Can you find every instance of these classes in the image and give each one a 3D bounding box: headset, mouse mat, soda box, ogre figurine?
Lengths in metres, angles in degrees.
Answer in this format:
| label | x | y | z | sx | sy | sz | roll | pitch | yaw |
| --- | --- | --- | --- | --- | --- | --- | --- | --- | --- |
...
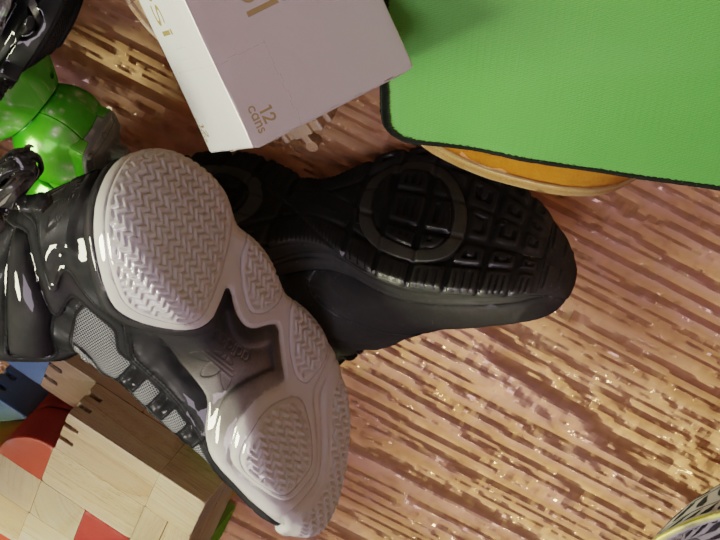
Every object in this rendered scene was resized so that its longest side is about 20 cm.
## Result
| label | x | y | z | sx | sy | sz | roll | pitch | yaw |
| --- | --- | --- | --- | --- | --- | --- | --- | --- | --- |
| headset | -0.154 | -0.109 | 0.952 | 0.123 | 0.201 | 0.094 | -2 | 163 | -28 |
| mouse mat | 0.103 | -0.077 | 0.883 | 0.199 | 0.008 | 0.161 | 10 | 149 | 6 |
| soda box | -0.059 | -0.145 | 0.882 | 0.201 | 0.068 | 0.064 | 65 | 165 | -8 |
| ogre figurine | -0.177 | -0.080 | 1.059 | 0.120 | 0.098 | 0.201 | -21 | 104 | 53 |

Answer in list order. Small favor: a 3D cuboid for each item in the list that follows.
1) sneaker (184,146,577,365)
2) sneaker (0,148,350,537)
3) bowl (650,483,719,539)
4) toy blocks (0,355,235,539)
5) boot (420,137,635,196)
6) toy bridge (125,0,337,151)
| label | x | y | z | sx | sy | sz | roll | pitch | yaw |
| --- | --- | --- | --- | --- | --- | --- | --- | --- | --- |
| sneaker | 0.000 | 0.000 | 1.082 | 0.199 | 0.076 | 0.091 | 7 | 140 | 25 |
| sneaker | -0.084 | 0.032 | 1.050 | 0.113 | 0.076 | 0.201 | -1 | 134 | 33 |
| bowl | 0.203 | 0.148 | 1.104 | 0.199 | 0.094 | 0.202 | 9 | 129 | 11 |
| toy blocks | -0.138 | 0.104 | 1.211 | 0.136 | 0.100 | 0.200 | 32 | 133 | 7 |
| boot | 0.117 | -0.099 | 0.945 | 0.200 | 0.071 | 0.145 | 6 | 132 | 5 |
| toy bridge | -0.071 | -0.123 | 0.995 | 0.027 | 0.067 | 0.200 | -19 | 120 | 32 |
